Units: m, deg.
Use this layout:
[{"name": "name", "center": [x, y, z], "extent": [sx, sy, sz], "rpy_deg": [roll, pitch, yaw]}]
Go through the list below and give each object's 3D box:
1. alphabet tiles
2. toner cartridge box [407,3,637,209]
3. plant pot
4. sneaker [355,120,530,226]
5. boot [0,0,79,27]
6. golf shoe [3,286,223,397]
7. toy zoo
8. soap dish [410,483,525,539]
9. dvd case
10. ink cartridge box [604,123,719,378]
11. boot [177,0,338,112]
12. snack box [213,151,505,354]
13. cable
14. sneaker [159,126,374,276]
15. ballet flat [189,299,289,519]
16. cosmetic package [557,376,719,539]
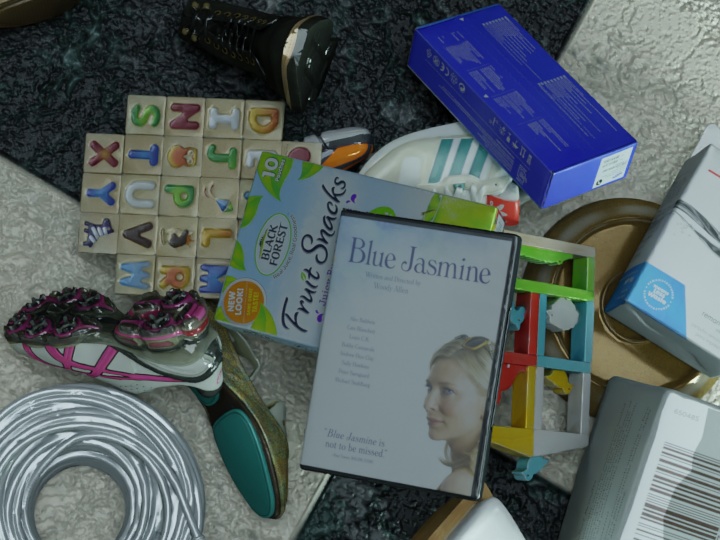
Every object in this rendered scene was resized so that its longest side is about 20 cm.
[{"name": "alphabet tiles", "center": [-0.132, -0.060, 1.386], "extent": [0.198, 0.006, 0.168], "rpy_deg": [3, 81, 3]}, {"name": "toner cartridge box", "center": [0.134, -0.142, 1.424], "extent": [0.094, 0.043, 0.200], "rpy_deg": [-19, 53, -28]}, {"name": "plant pot", "center": [0.238, 0.033, 1.474], "extent": [0.198, 0.027, 0.202], "rpy_deg": [2, 79, -8]}, {"name": "sneaker", "center": [0.088, -0.073, 1.426], "extent": [0.198, 0.071, 0.094], "rpy_deg": [-20, 49, -18]}, {"name": "boot", "center": [-0.269, -0.307, 1.442], "extent": [0.199, 0.074, 0.155], "rpy_deg": [-32, 87, -24]}, {"name": "golf shoe", "center": [-0.201, 0.066, 1.359], "extent": [0.198, 0.093, 0.073], "rpy_deg": [3, 36, 29]}, {"name": "toy zoo", "center": [0.140, 0.072, 1.398], "extent": [0.130, 0.020, 0.202], "rpy_deg": [10, 80, -38]}, {"name": "soap dish", "center": [0.087, 0.293, 1.336], "extent": [0.157, 0.081, 0.201], "rpy_deg": [-43, 111, -37]}, {"name": "dvd case", "center": [0.038, 0.062, 1.272], "extent": [0.141, 0.018, 0.202], "rpy_deg": [8, 86, 15]}, {"name": "ink cartridge box", "center": [0.310, -0.025, 1.446], "extent": [0.115, 0.068, 0.201], "rpy_deg": [31, 77, -2]}, {"name": "boot", "center": [-0.096, -0.187, 1.384], "extent": [0.137, 0.200, 0.078], "rpy_deg": [21, 89, 1]}, {"name": "snack box", "center": [0.000, 0.000, 1.328], "extent": [0.198, 0.053, 0.144], "rpy_deg": [14, 82, 15]}, {"name": "cable", "center": [-0.224, 0.193, 1.362], "extent": [0.198, 0.069, 0.202], "rpy_deg": [-8, 81, -8]}, {"name": "sneaker", "center": [-0.067, -0.041, 1.428], "extent": [0.198, 0.078, 0.113], "rpy_deg": [-24, 88, 0]}, {"name": "ballet flat", "center": [-0.100, 0.107, 1.399], "extent": [0.070, 0.071, 0.201], "rpy_deg": [-31, 87, -12]}, {"name": "cosmetic package", "center": [0.270, 0.191, 1.351], "extent": [0.163, 0.200, 0.166], "rpy_deg": [19, 89, -3]}]
